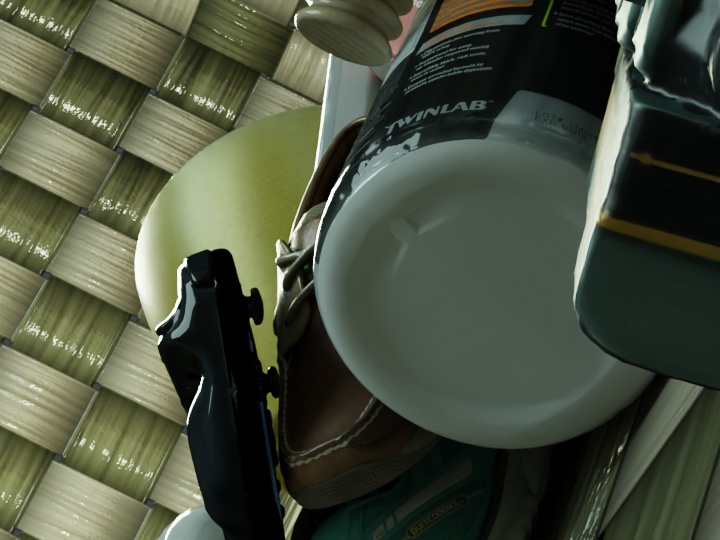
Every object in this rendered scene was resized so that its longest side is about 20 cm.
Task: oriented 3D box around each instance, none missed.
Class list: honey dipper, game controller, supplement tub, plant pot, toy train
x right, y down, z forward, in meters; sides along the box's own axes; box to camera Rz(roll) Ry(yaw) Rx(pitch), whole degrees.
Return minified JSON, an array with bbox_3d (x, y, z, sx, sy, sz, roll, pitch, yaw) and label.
[{"bbox_3d":[0.032,-0.168,1.004,0.038,0.038,0.201,123,171,-76],"label":"honey dipper"},{"bbox_3d":[-0.044,0.058,1.045,0.200,0.042,0.105,85,167,-79],"label":"game controller"},{"bbox_3d":[0.062,-0.039,0.973,0.123,0.122,0.200,-63,1,33],"label":"supplement tub"},{"bbox_3d":[-0.009,0.038,1.435,0.142,0.199,0.201,-104,32,-47],"label":"plant pot"},{"bbox_3d":[0.096,-0.039,0.746,0.200,0.085,0.115,-72,-2,-79],"label":"toy train"}]

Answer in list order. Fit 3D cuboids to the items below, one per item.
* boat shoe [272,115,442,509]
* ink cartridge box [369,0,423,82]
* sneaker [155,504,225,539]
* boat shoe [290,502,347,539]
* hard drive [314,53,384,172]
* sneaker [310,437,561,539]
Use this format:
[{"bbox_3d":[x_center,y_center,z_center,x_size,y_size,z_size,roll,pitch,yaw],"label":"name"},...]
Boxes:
[{"bbox_3d":[-0.004,0.011,1.022,0.075,0.072,0.200,-25,25,19],"label":"boat shoe"},{"bbox_3d":[0.094,-0.141,1.199,0.200,0.067,0.116,-56,-43,-10],"label":"ink cartridge box"},{"bbox_3d":[-0.038,0.174,1.104,0.081,0.076,0.201,-48,42,41],"label":"sneaker"},{"bbox_3d":[-0.007,0.148,1.036,0.200,0.074,0.067,-74,9,-55],"label":"boat shoe"},{"bbox_3d":[0.000,0.000,1.213,0.132,0.027,0.201,73,-159,-58],"label":"hard drive"},{"bbox_3d":[0.033,0.063,1.051,0.200,0.079,0.078,-65,1,-59],"label":"sneaker"}]
